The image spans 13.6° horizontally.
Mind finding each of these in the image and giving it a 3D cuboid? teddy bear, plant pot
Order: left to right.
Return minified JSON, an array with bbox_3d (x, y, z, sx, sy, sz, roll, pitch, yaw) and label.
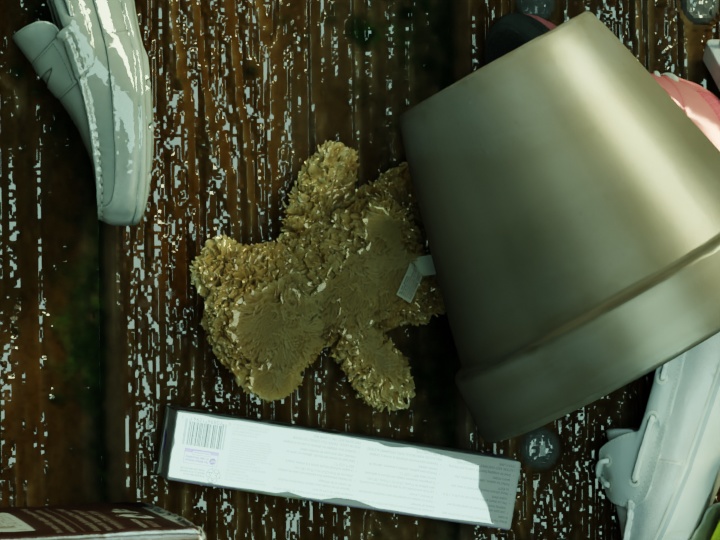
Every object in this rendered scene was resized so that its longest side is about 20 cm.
[{"bbox_3d":[0.000,0.000,1.648,0.200,0.067,0.145,-43,110,-17],"label":"teddy bear"},{"bbox_3d":[0.111,-0.033,1.577,0.199,0.200,0.174,-29,91,-12],"label":"plant pot"}]

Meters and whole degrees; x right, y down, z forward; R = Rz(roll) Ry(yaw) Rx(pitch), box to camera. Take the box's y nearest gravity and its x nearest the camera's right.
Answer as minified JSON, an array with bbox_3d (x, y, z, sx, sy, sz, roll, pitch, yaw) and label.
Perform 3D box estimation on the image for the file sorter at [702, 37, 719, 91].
[{"bbox_3d":[0.313,-0.131,1.657,0.199,0.139,0.125,-3,130,-14],"label":"file sorter"}]

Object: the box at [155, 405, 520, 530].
[{"bbox_3d":[-0.013,0.108,1.651,0.199,0.039,0.042,9,90,-14],"label":"box"}]

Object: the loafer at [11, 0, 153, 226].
[{"bbox_3d":[-0.150,-0.121,1.603,0.069,0.070,0.201,-8,85,-9],"label":"loafer"}]

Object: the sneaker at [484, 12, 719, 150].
[{"bbox_3d":[0.155,-0.081,1.688,0.200,0.074,0.087,39,49,-4],"label":"sneaker"}]

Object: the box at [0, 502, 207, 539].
[{"bbox_3d":[-0.171,0.226,1.547,0.163,0.166,0.201,-1,91,-15],"label":"box"}]

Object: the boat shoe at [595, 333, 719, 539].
[{"bbox_3d":[0.169,0.104,1.687,0.068,0.072,0.201,20,96,12],"label":"boat shoe"}]

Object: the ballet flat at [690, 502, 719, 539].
[{"bbox_3d":[0.220,0.123,1.640,0.067,0.067,0.201,30,79,-33],"label":"ballet flat"}]
